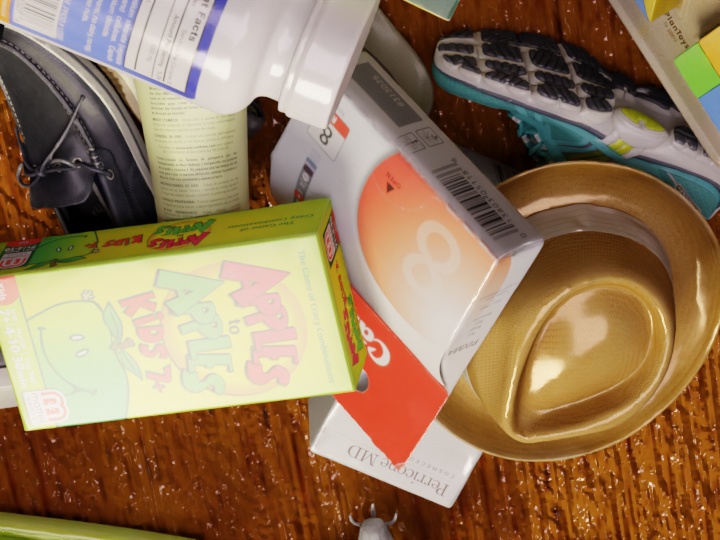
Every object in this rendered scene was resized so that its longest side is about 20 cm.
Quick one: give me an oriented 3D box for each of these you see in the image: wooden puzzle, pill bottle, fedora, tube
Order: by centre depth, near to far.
[{"bbox_3d":[-0.094,-0.151,1.518,0.199,0.112,0.112,22,112,1],"label":"pill bottle"},{"bbox_3d":[0.209,-0.162,1.560,0.186,0.046,0.200,58,142,2],"label":"wooden puzzle"},{"bbox_3d":[-0.092,-0.070,1.622,0.058,0.052,0.201,-27,125,-35],"label":"tube"},{"bbox_3d":[0.122,0.038,1.635,0.200,0.082,0.201,-2,116,-4],"label":"fedora"}]

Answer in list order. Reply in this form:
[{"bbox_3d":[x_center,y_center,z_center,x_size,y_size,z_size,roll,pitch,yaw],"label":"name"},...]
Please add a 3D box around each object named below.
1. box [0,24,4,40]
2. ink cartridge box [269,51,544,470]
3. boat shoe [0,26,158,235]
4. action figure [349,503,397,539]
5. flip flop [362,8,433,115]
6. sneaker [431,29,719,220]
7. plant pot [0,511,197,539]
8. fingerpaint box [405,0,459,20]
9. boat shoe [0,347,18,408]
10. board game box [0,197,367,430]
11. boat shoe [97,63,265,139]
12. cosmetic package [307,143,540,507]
[{"bbox_3d":[-0.252,-0.237,1.556,0.141,0.079,0.201,26,115,24],"label":"box"},{"bbox_3d":[0.000,0.000,1.625,0.162,0.050,0.200,47,129,21],"label":"ink cartridge box"},{"bbox_3d":[-0.167,-0.064,1.661,0.062,0.074,0.200,-44,118,-29],"label":"boat shoe"},{"bbox_3d":[0.017,0.238,1.787,0.129,0.069,0.201,-5,109,9],"label":"action figure"},{"bbox_3d":[-0.029,-0.147,1.626,0.200,0.058,0.081,44,78,-20],"label":"flip flop"},{"bbox_3d":[0.128,-0.077,1.668,0.199,0.078,0.080,25,119,-12],"label":"sneaker"},{"bbox_3d":[-0.202,0.281,1.756,0.198,0.200,0.182,7,121,-5],"label":"plant pot"},{"bbox_3d":[-0.015,-0.228,1.528,0.166,0.200,0.074,24,109,-11],"label":"fingerpaint box"},{"bbox_3d":[-0.155,0.039,1.719,0.199,0.074,0.061,-9,77,-3],"label":"boat shoe"},{"bbox_3d":[-0.106,0.026,1.618,0.199,0.048,0.102,-7,114,13],"label":"board game box"},{"bbox_3d":[-0.128,-0.145,1.638,0.065,0.073,0.200,-33,120,7],"label":"boat shoe"},{"bbox_3d":[0.054,0.034,1.714,0.101,0.074,0.201,22,110,-11],"label":"cosmetic package"}]
